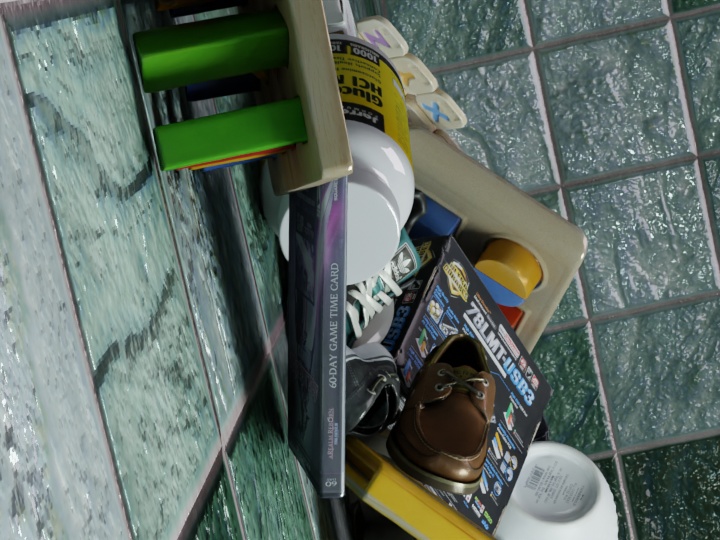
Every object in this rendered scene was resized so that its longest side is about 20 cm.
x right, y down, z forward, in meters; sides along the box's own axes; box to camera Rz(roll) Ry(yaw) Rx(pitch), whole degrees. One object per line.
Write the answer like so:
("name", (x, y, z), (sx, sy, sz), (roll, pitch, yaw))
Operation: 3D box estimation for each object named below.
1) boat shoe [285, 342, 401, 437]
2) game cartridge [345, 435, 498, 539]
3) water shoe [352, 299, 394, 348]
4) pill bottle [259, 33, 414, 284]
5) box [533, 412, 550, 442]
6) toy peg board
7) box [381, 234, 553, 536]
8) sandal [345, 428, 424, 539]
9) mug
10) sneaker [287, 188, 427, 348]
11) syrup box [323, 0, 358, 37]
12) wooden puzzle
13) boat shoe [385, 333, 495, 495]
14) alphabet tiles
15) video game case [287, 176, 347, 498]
("boat shoe", (-0.002, 0.091, 1.388), (0.057, 0.069, 0.200), (43, 5, 13))
("game cartridge", (0.072, 0.187, 1.370), (0.199, 0.033, 0.176), (34, -3, -10))
("water shoe", (-0.019, 0.007, 1.561), (0.079, 0.071, 0.201), (41, 28, -19))
("pill bottle", (-0.018, -0.080, 1.420), (0.201, 0.111, 0.113), (-94, 171, -56))
("box", (0.090, 0.115, 1.844), (0.197, 0.123, 0.201), (84, -13, -65))
("toy peg board", (-0.084, -0.139, 1.091), (0.199, 0.097, 0.202), (178, -98, -80))
("box", (0.070, 0.110, 1.601), (0.200, 0.049, 0.199), (55, 44, -34))
("sandal", (0.029, 0.204, 1.516), (0.055, 0.081, 0.201), (-68, 151, -45))
("mug", (0.139, 0.253, 1.709), (0.200, 0.147, 0.176), (-42, 154, -35))
("sneaker", (0.000, 0.000, 1.457), (0.201, 0.079, 0.072), (-74, 155, -45))
("syrup box", (-0.035, -0.155, 1.571), (0.201, 0.081, 0.079), (70, 8, -54))
("wooden puzzle", (0.081, -0.005, 1.673), (0.046, 0.185, 0.201), (-50, 170, -38))
("boat shoe", (0.062, 0.098, 1.432), (0.200, 0.071, 0.068), (-92, -158, -73))
("alphabet tiles", (0.007, -0.159, 1.667), (0.200, 0.015, 0.195), (49, -19, -20))
("video game case", (-0.027, 0.024, 1.203), (0.143, 0.019, 0.202), (-142, -127, -78))
